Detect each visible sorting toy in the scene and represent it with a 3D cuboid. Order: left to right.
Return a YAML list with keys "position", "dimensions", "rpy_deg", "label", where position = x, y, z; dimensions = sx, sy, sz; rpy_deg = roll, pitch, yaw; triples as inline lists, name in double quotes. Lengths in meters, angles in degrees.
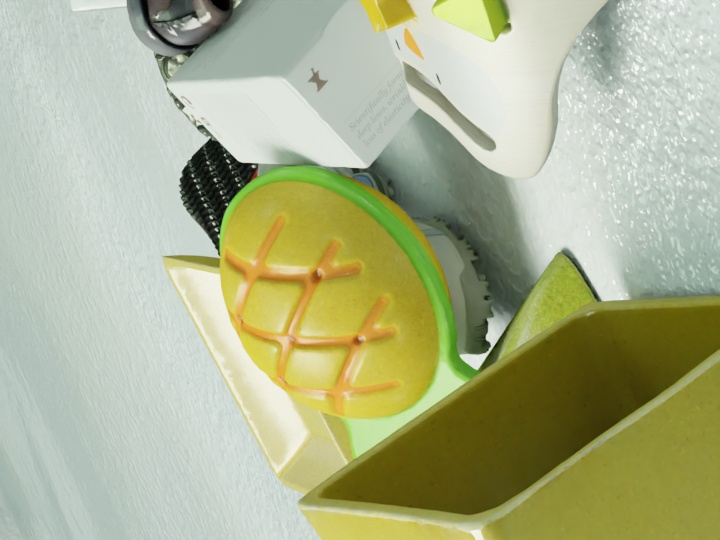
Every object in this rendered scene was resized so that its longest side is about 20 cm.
- position: [0.041, -0.139, 1.096]
  dimensions: [0.200, 0.106, 0.181]
  rpy_deg: [45, 154, 46]
  label: "sorting toy"

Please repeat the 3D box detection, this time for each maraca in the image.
- position: [-0.001, 0.032, 1.282]
  dimensions: [0.137, 0.107, 0.200]
  rpy_deg: [-29, 99, 44]
  label: "maraca"

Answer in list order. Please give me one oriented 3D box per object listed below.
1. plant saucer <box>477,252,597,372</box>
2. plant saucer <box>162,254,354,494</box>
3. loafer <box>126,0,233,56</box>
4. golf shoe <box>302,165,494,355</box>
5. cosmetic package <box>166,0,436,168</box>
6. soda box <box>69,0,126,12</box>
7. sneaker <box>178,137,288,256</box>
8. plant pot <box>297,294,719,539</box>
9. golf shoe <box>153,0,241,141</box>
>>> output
- position: [0.118, 0.116, 1.288]
  dimensions: [0.201, 0.048, 0.200]
  rpy_deg: [61, 161, 14]
  label: "plant saucer"
- position: [-0.050, 0.071, 1.655]
  dimensions: [0.201, 0.048, 0.200]
  rpy_deg: [64, 162, -14]
  label: "plant saucer"
- position: [-0.094, -0.226, 1.357]
  dimensions: [0.063, 0.072, 0.201]
  rpy_deg: [-13, 72, 45]
  label: "loafer"
- position: [0.000, 0.000, 1.377]
  dimensions: [0.200, 0.097, 0.079]
  rpy_deg: [39, 138, 48]
  label: "golf shoe"
- position: [-0.024, -0.115, 1.281]
  dimensions: [0.074, 0.102, 0.200]
  rpy_deg: [45, 168, -19]
  label: "cosmetic package"
- position: [-0.150, -0.262, 1.418]
  dimensions: [0.068, 0.064, 0.201]
  rpy_deg: [-3, 103, 23]
  label: "soda box"
- position: [-0.056, -0.024, 1.544]
  dimensions: [0.093, 0.070, 0.200]
  rpy_deg: [45, -172, -34]
  label: "sneaker"
- position: [0.127, 0.145, 1.083]
  dimensions: [0.201, 0.195, 0.194]
  rpy_deg: [62, 157, -11]
  label: "plant pot"
- position: [-0.107, -0.183, 1.514]
  dimensions: [0.088, 0.077, 0.201]
  rpy_deg: [-124, 15, -84]
  label: "golf shoe"
